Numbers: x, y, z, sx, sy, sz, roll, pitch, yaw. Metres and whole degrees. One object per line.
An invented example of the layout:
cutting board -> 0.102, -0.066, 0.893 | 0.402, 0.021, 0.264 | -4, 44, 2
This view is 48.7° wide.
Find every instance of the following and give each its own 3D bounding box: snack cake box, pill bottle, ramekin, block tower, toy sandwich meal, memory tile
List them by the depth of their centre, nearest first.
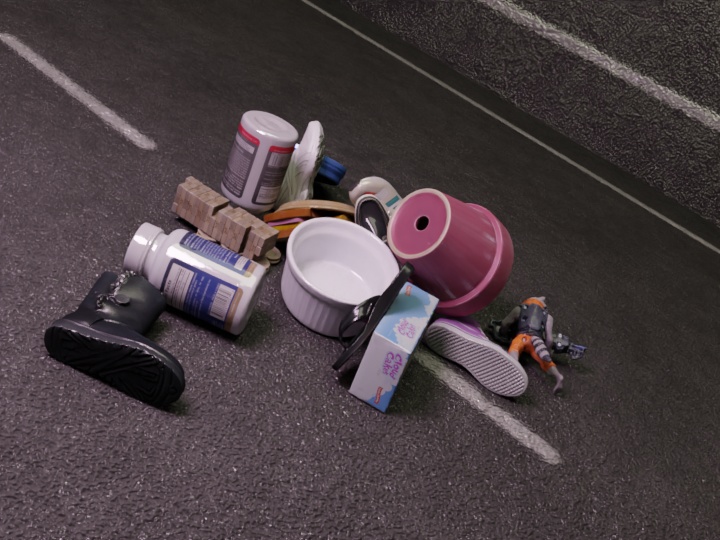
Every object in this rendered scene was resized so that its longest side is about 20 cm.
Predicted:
pill bottle -> -0.249, 0.007, 1.198 | 0.196, 0.113, 0.111 | 24, 27, -1
snack cake box -> 0.056, 0.115, 1.259 | 0.066, 0.117, 0.200 | 27, 27, 6
ramekin -> -0.041, 0.015, 1.339 | 0.195, 0.099, 0.203 | 15, 41, -13
memory tile -> -0.232, -0.028, 1.379 | 0.151, 0.017, 0.200 | 29, 27, 7
block tower -> -0.242, -0.089, 1.400 | 0.197, 0.055, 0.058 | 32, 27, 14
pill bottle -> -0.195, -0.180, 1.472 | 0.108, 0.203, 0.112 | 19, 27, -10
toy sandwich meal -> -0.081, -0.078, 1.495 | 0.199, 0.072, 0.205 | 3, -11, 1

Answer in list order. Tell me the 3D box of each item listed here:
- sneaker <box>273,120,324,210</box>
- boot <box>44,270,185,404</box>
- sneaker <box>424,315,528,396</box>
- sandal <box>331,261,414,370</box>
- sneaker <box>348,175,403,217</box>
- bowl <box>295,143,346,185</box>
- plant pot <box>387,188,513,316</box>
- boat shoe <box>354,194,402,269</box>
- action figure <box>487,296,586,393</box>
sneaker -> -0.132, -0.204, 1.584 | 0.097, 0.205, 0.078 | 17, 4, 6
boot -> -0.297, 0.079, 1.069 | 0.196, 0.078, 0.169 | 20, 31, 5
sneaker -> 0.220, 0.137, 1.409 | 0.198, 0.074, 0.114 | 34, 25, 18
sandal -> 0.009, 0.063, 1.221 | 0.048, 0.202, 0.075 | 36, -14, 1
sneaker -> 0.058, -0.098, 1.481 | 0.199, 0.070, 0.095 | 35, 24, -45
bowl -> -0.127, -0.234, 1.714 | 0.196, 0.040, 0.201 | 21, -1, 0
plant pot -> 0.143, -0.044, 1.385 | 0.178, 0.200, 0.201 | 34, 13, -47
boat shoe -> 0.039, -0.037, 1.427 | 0.070, 0.205, 0.068 | -15, 10, -7
action figure -> 0.344, 0.128, 1.484 | 0.194, 0.106, 0.196 | 10, 45, -5
